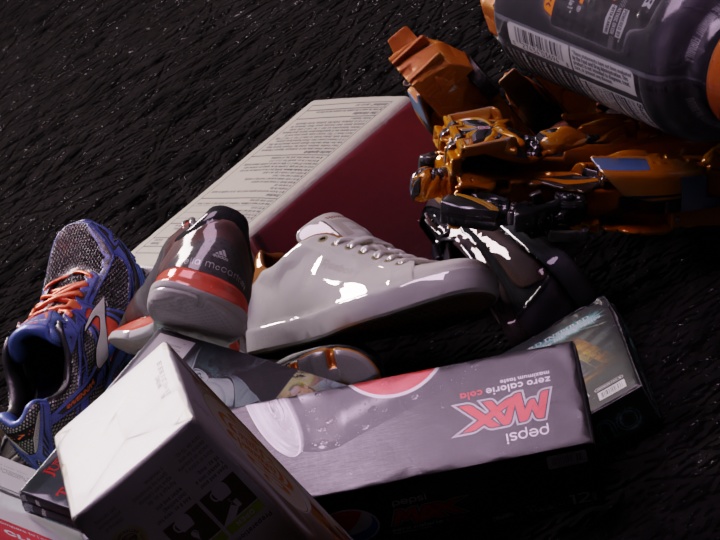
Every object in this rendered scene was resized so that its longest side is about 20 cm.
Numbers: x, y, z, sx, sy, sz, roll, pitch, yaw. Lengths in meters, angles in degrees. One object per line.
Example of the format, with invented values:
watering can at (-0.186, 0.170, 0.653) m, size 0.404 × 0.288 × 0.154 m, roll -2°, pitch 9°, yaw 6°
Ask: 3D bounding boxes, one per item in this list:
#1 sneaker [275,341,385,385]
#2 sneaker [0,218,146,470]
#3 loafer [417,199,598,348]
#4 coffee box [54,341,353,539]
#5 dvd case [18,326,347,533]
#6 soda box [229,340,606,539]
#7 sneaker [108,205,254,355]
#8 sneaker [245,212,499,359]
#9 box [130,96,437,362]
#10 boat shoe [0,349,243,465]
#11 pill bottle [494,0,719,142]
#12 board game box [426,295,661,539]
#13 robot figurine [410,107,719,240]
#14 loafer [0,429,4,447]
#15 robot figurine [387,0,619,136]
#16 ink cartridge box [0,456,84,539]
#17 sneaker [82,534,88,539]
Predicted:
sneaker at (-0.067, 0.100, 1.749) m, size 0.199 × 0.078 × 0.077 m, roll -22°, pitch 7°, yaw 17°
sneaker at (-0.185, 0.044, 1.818) m, size 0.075 × 0.078 × 0.200 m, roll -22°, pitch 46°, yaw 25°
loafer at (0.075, -0.003, 1.776) m, size 0.063 × 0.072 × 0.200 m, roll -42°, pitch 26°, yaw -8°
coffee box at (-0.053, 0.144, 1.410) m, size 0.080 × 0.200 × 0.114 m, roll -40°, pitch 20°, yaw 4°
dvd case at (-0.070, 0.108, 1.594) m, size 0.199 × 0.022 × 0.146 m, roll 16°, pitch 49°, yaw 28°
soda box at (0.024, 0.098, 1.505) m, size 0.199 × 0.063 × 0.071 m, roll -11°, pitch 53°, yaw 4°
sneaker at (-0.096, 0.012, 1.734) m, size 0.200 × 0.077 × 0.082 m, roll 142°, pitch 148°, yaw -69°
sneaker at (0.000, 0.000, 1.748) m, size 0.200 × 0.085 × 0.073 m, roll -12°, pitch -14°, yaw 43°
box at (-0.040, -0.016, 1.913) m, size 0.200 × 0.109 × 0.128 m, roll -41°, pitch 22°, yaw -24°
boat shoe at (-0.151, 0.107, 1.855) m, size 0.200 × 0.071 × 0.064 m, roll -23°, pitch 30°, yaw 28°
pill bottle at (0.176, -0.138, 1.666) m, size 0.106 × 0.106 × 0.200 m, roll -39°, pitch 38°, yaw -19°
board game box at (0.067, 0.095, 1.612) m, size 0.200 × 0.028 × 0.135 m, roll -29°, pitch 20°, yaw 8°
robot figurine at (0.129, -0.061, 1.710) m, size 0.199 × 0.058 × 0.145 m, roll -1°, pitch 18°, yaw -8°
loafer at (-0.322, 0.168, 1.939) m, size 0.200 × 0.076 × 0.068 m, roll -39°, pitch 27°, yaw -19°
robot figurine at (0.105, -0.112, 1.818) m, size 0.145 × 0.200 × 0.058 m, roll -41°, pitch 52°, yaw 5°
ink cartridge box at (-0.225, 0.195, 1.638) m, size 0.145 × 0.084 × 0.200 m, roll -64°, pitch 20°, yaw 6°
sneaker at (-0.108, 0.147, 1.672) m, size 0.200 × 0.073 × 0.071 m, roll -25°, pitch 26°, yaw 27°
